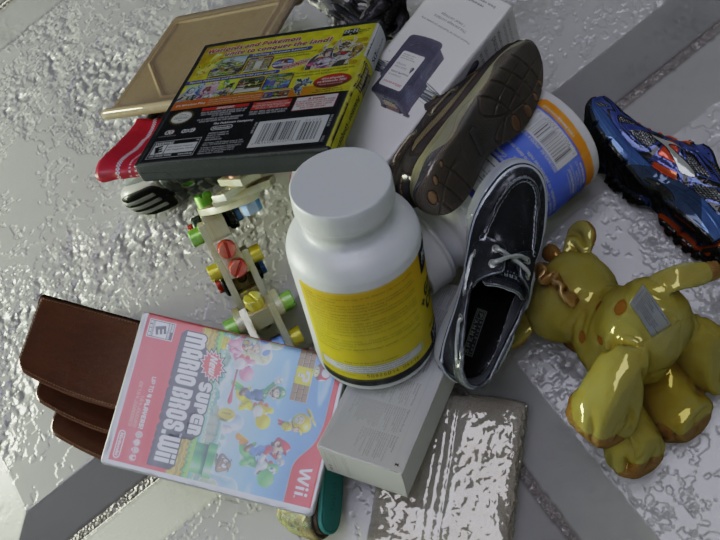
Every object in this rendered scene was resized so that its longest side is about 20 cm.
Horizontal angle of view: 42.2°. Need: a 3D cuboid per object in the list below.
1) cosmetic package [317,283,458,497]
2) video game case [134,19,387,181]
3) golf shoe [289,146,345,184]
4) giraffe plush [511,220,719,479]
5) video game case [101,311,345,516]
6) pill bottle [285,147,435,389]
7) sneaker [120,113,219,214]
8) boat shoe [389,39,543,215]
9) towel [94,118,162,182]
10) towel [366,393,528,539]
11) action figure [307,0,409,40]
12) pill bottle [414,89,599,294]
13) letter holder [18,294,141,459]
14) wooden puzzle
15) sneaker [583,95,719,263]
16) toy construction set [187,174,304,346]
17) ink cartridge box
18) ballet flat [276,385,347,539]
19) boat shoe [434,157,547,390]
[{"bbox_3d":[0.041,0.100,0.856,0.082,0.051,0.201,13,55,23],"label":"cosmetic package"},{"bbox_3d":[-0.089,-0.157,0.863,0.199,0.026,0.181,-1,49,25],"label":"video game case"},{"bbox_3d":[-0.028,-0.056,0.892,0.075,0.200,0.092,-24,60,-19],"label":"golf shoe"},{"bbox_3d":[0.209,0.051,0.806,0.172,0.201,0.162,-35,36,-14],"label":"giraffe plush"},{"bbox_3d":[-0.122,0.129,0.852,0.199,0.017,0.144,13,79,5],"label":"video game case"},{"bbox_3d":[0.000,0.000,0.779,0.111,0.201,0.112,-6,47,6],"label":"pill bottle"},{"bbox_3d":[-0.182,-0.148,1.035,0.199,0.075,0.116,-19,64,11],"label":"sneaker"},{"bbox_3d":[0.088,-0.135,0.815,0.073,0.075,0.200,17,56,40],"label":"boat shoe"},{"bbox_3d":[-0.152,-0.135,0.930,0.199,0.023,0.145,-7,28,12],"label":"towel"},{"bbox_3d":[0.078,0.208,0.848,0.132,0.034,0.201,5,71,18],"label":"towel"},{"bbox_3d":[-0.018,-0.267,1.002,0.200,0.119,0.102,-45,85,6],"label":"action figure"},{"bbox_3d":[0.116,-0.070,0.876,0.200,0.112,0.112,-39,64,-10],"label":"pill bottle"},{"bbox_3d":[-0.240,0.124,0.942,0.199,0.101,0.143,13,77,21],"label":"letter holder"},{"bbox_3d":[-0.171,-0.232,1.033,0.184,0.037,0.200,0,46,32],"label":"wooden puzzle"},{"bbox_3d":[0.288,-0.095,0.878,0.078,0.075,0.200,-39,72,-9],"label":"sneaker"},{"bbox_3d":[-0.118,-0.009,0.920,0.092,0.131,0.201,-12,105,-10],"label":"toy construction set"},{"bbox_3d":[0.068,-0.161,0.920,0.084,0.145,0.200,36,84,26],"label":"ink cartridge box"},{"bbox_3d":[-0.040,0.152,0.890,0.070,0.071,0.201,5,73,19],"label":"ballet flat"},{"bbox_3d":[0.117,0.003,0.789,0.071,0.068,0.201,20,93,-13],"label":"boat shoe"}]
